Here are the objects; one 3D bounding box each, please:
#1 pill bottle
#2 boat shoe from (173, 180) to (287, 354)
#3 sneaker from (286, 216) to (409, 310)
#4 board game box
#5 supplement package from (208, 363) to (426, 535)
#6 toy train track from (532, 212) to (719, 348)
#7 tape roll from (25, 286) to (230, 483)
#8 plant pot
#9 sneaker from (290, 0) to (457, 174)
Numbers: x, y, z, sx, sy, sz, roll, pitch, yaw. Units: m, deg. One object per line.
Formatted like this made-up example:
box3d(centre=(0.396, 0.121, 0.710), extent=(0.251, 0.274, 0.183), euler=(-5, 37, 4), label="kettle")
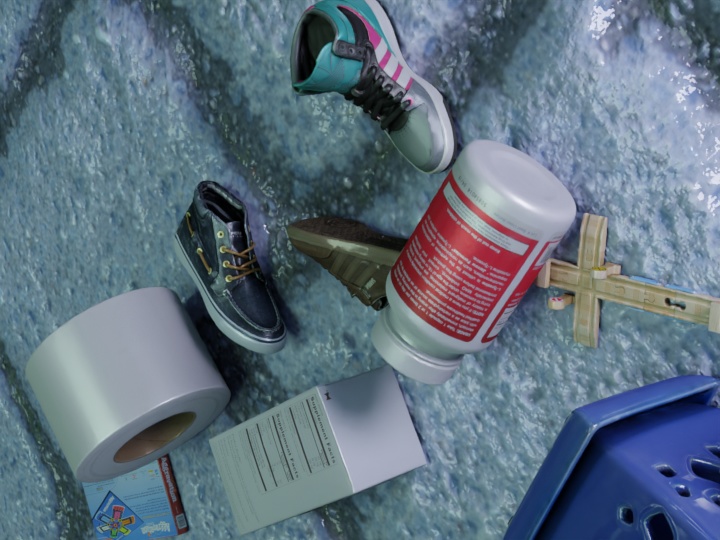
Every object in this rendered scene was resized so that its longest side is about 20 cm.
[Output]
box3d(centre=(0.091, -0.003, 1.066), extent=(0.112, 0.111, 0.201), euler=(46, 120, 27), label="pill bottle")
box3d(centre=(-0.138, -0.005, 1.341), extent=(0.201, 0.070, 0.092), euler=(50, 134, 27), label="boat shoe")
box3d(centre=(0.000, 0.000, 1.206), extent=(0.198, 0.070, 0.077), euler=(17, 113, 42), label="sneaker")
box3d(centre=(-0.302, 0.307, 1.621), extent=(0.199, 0.019, 0.105), euler=(-20, 84, 46), label="board game box")
box3d(centre=(-0.048, 0.187, 1.269), extent=(0.199, 0.113, 0.111), euler=(-30, 78, 45), label="supplement package")
box3d(centre=(0.219, 0.020, 1.017), extent=(0.198, 0.032, 0.117), euler=(15, 110, 41), label="toy train track")
box3d(centre=(-0.267, 0.133, 1.414), extent=(0.203, 0.201, 0.140), euler=(-48, 67, 40), label="tape roll")
box3d(centre=(0.233, 0.201, 0.938), extent=(0.180, 0.198, 0.202), euler=(47, 129, 34), label="plant pot")
box3d(centre=(0.001, -0.171, 1.126), extent=(0.084, 0.120, 0.201), euler=(-46, 68, 41), label="sneaker")
